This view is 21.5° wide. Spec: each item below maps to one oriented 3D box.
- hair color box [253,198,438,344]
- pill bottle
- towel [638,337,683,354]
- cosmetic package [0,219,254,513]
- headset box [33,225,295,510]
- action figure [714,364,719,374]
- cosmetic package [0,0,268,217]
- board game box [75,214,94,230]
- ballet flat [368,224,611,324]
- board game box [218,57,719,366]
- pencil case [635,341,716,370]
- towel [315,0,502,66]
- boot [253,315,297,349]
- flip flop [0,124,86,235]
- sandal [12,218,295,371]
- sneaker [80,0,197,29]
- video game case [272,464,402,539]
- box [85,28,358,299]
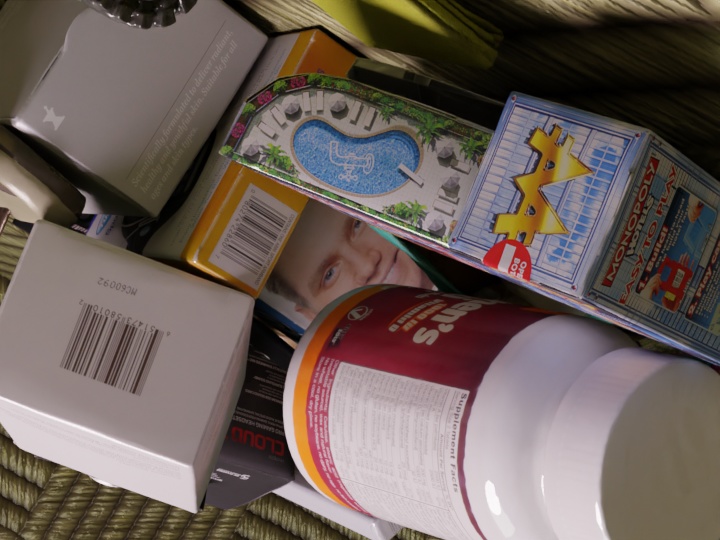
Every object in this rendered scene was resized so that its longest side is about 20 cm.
[{"bbox_3d":[0.000,0.000,1.029,0.200,0.100,0.060,35,169,-36],"label":"hair color box"},{"bbox_3d":[0.064,0.069,0.834,0.109,0.110,0.199,36,163,-37],"label":"pill bottle"},{"bbox_3d":[0.109,0.090,1.047,0.199,0.037,0.148,-20,156,8],"label":"towel"},{"bbox_3d":[-0.113,0.053,0.903,0.107,0.085,0.200,20,168,-1],"label":"cosmetic package"},{"bbox_3d":[-0.117,0.050,1.179,0.148,0.201,0.077,21,146,-35],"label":"headset box"},{"bbox_3d":[0.226,0.076,0.872,0.199,0.134,0.149,31,-163,-20],"label":"action figure"},{"bbox_3d":[-0.135,-0.091,0.928,0.090,0.107,0.200,36,170,-25],"label":"cosmetic package"},{"bbox_3d":[-0.233,-0.107,1.059,0.200,0.035,0.127,25,-151,-41],"label":"board game box"},{"bbox_3d":[0.063,-0.007,0.894,0.200,0.067,0.070,36,-173,-33],"label":"ballet flat"},{"bbox_3d":[0.059,-0.028,0.702,0.199,0.062,0.200,22,180,15],"label":"board game box"},{"bbox_3d":[0.136,0.123,0.892,0.085,0.200,0.093,27,133,3],"label":"pencil case"},{"bbox_3d":[-0.038,-0.133,0.667,0.200,0.018,0.086,34,173,-36],"label":"towel"},{"bbox_3d":[-0.017,0.040,1.150,0.073,0.076,0.200,35,-165,17],"label":"boot"},{"bbox_3d":[-0.193,-0.034,0.902,0.081,0.058,0.200,36,167,-30],"label":"flip flop"},{"bbox_3d":[-0.117,0.021,1.048,0.199,0.045,0.075,23,170,27],"label":"sandal"},{"bbox_3d":[-0.148,-0.156,0.713,0.085,0.078,0.200,20,168,44],"label":"sneaker"},{"bbox_3d":[0.013,0.087,1.230,0.200,0.182,0.022,16,138,50],"label":"video game case"},{"bbox_3d":[-0.072,-0.051,0.916,0.041,0.119,0.200,31,170,-21],"label":"box"}]
